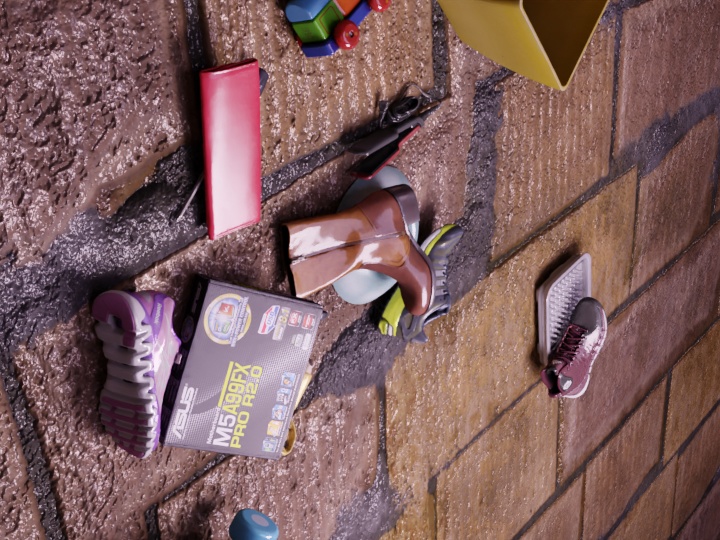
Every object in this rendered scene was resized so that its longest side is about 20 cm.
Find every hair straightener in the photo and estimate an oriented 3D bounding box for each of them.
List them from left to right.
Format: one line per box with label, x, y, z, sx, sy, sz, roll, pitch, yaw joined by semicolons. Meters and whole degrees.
hair straightener;0.050;-0.200;1.411;0.200;0.041;0.077;-39;134;-37

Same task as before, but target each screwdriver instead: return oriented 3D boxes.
screwdriver;-0.158;-0.142;1.177;0.201;0.028;0.029;-63;173;-3

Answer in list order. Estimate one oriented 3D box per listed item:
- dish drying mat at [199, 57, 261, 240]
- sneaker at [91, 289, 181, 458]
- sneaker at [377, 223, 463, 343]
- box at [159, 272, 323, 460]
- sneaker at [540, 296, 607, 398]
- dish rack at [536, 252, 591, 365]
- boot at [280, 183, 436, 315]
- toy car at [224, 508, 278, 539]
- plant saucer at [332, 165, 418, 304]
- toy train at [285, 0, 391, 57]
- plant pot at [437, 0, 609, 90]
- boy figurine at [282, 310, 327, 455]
dish drying mat;-0.145;-0.135;1.164;0.077;0.018;0.201;-25;131;-38
sneaker;-0.234;0.107;1.136;0.088;0.080;0.201;-28;126;-54
sneaker;0.106;0.023;1.536;0.201;0.081;0.074;-60;168;-11
box;-0.145;0.118;1.239;0.160;0.044;0.201;15;93;-34
sneaker;0.392;0.151;1.928;0.115;0.075;0.201;-7;110;-48
dish rack;0.384;0.076;1.982;0.171;0.043;0.201;-36;132;-39
boot;0.000;0.000;1.359;0.199;0.068;0.189;-23;117;-30
toy car;-0.211;0.385;1.255;0.199;0.177;0.185;25;99;-27
plant saucer;0.032;-0.044;1.456;0.201;0.039;0.202;-26;125;-45
toy train;-0.018;-0.355;1.227;0.200;0.084;0.116;-53;127;-24
plant pot;0.215;-0.397;1.431;0.201;0.176;0.200;-63;144;-13
boy figurine;-0.104;0.142;1.335;0.124;0.064;0.201;11;93;-57
